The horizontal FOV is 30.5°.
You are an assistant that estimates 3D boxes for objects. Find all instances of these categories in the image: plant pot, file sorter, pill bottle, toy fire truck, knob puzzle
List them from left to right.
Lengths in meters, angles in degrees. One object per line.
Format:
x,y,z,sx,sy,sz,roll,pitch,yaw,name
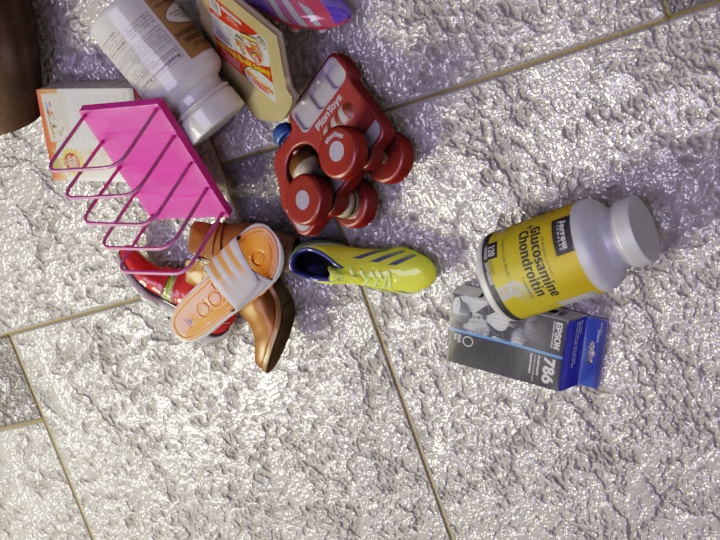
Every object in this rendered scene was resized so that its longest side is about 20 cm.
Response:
-0.521,-0.297,1.840,0.186,0.187,0.201,0,123,28,plant pot
-0.290,-0.104,1.720,0.138,0.126,0.200,0,137,32,file sorter
-0.246,-0.267,1.715,0.114,0.114,0.200,-37,94,32,pill bottle
-0.137,-0.273,1.677,0.220,0.030,0.220,44,157,25,knob puzzle
-0.040,-0.152,1.679,0.200,0.112,0.168,-50,58,31,toy fire truck
0.245,-0.019,1.561,0.199,0.112,0.113,-21,98,32,pill bottle

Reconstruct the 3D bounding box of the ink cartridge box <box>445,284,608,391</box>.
0.207,0.088,1.665,0.199,0.039,0.100,12,113,23,ink cartridge box

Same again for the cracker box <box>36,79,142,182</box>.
-0.347,-0.194,1.841,0.199,0.058,0.135,4,111,27,cracker box

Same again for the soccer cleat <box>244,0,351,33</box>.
-0.101,-0.353,1.646,0.199,0.067,0.077,22,132,25,soccer cleat

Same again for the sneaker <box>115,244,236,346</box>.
-0.257,0.020,1.876,0.200,0.077,0.085,38,102,5,sneaker

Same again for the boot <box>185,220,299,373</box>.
-0.170,0.032,1.805,0.154,0.077,0.201,10,107,13,boot

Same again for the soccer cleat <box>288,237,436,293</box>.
0.000,0.001,1.714,0.199,0.084,0.065,10,112,24,soccer cleat

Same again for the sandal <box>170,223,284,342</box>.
-0.183,0.027,1.747,0.079,0.059,0.207,47,108,7,sandal
